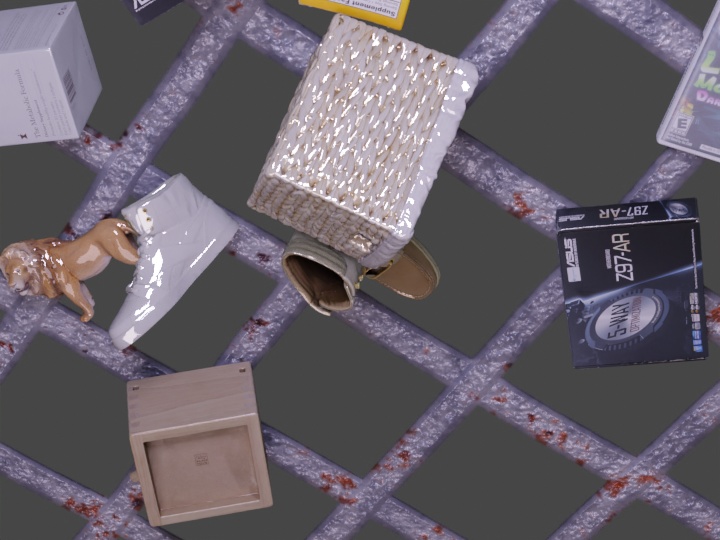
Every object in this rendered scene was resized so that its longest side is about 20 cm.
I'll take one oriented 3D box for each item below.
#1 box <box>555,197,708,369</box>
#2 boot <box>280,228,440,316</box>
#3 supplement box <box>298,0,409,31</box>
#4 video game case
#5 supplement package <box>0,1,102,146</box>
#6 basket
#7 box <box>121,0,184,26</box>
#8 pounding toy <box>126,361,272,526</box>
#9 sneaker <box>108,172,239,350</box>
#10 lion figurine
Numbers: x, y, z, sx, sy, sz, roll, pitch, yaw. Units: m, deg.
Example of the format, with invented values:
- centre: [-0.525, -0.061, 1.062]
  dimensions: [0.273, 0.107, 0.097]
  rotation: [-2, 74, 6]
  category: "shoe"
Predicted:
- centre: [0.310, 0.017, 1.887]
  dimensions: [0.159, 0.044, 0.201]
  rotation: [-4, 125, 10]
  category: "box"
- centre: [0.000, 0.000, 1.850]
  dimensions: [0.200, 0.155, 0.072]
  rotation: [37, 122, -17]
  category: "boot"
- centre: [0.017, -0.356, 1.621]
  dimensions: [0.108, 0.110, 0.201]
  rotation: [15, 125, -3]
  category: "supplement box"
- centre: [0.436, -0.182, 1.740]
  dimensions: [0.199, 0.023, 0.183]
  rotation: [17, 126, -4]
  category: "video game case"
- centre: [-0.397, -0.205, 1.787]
  dimensions: [0.198, 0.110, 0.114]
  rotation: [-6, 124, 12]
  category: "supplement package"
- centre: [0.000, -0.132, 1.694]
  dimensions: [0.160, 0.201, 0.198]
  rotation: [25, 168, -6]
  category: "basket"
- centre: [-0.143, -0.332, 1.605]
  dimensions: [0.159, 0.201, 0.044]
  rotation: [-24, 119, 24]
  category: "box"
- centre: [-0.211, 0.221, 2.070]
  dimensions: [0.183, 0.143, 0.201]
  rotation: [-9, 128, -3]
  category: "pounding toy"
- centre: [-0.242, -0.017, 1.881]
  dimensions: [0.116, 0.200, 0.074]
  rotation: [44, 164, -17]
  category: "sneaker"
- centre: [-0.318, -0.016, 1.948]
  dimensions: [0.199, 0.073, 0.123]
  rotation: [-30, 110, 10]
  category: "lion figurine"
